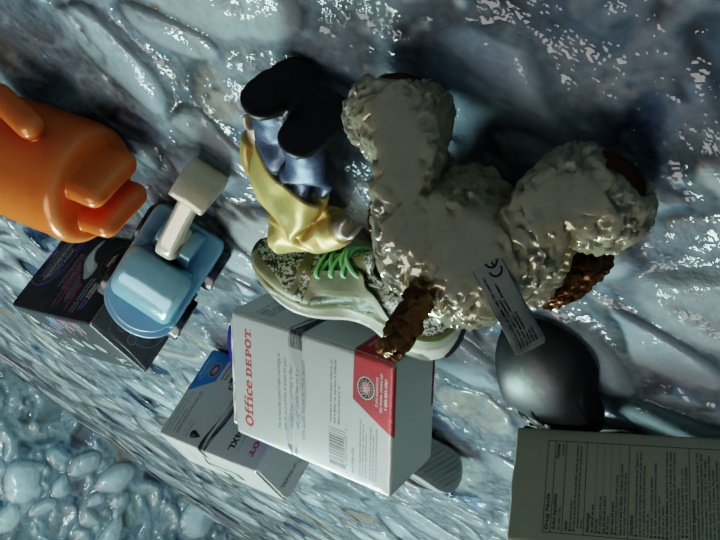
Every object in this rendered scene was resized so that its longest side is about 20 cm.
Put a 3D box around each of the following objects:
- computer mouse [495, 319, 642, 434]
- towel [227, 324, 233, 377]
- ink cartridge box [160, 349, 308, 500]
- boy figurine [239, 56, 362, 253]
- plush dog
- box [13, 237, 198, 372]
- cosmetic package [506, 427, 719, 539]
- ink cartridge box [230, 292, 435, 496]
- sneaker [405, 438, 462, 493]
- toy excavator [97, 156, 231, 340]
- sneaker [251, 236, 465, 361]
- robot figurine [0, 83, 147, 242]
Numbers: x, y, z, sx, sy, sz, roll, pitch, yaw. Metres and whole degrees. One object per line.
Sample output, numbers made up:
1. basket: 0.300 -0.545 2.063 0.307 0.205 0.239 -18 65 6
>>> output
1. computer mouse: 0.172 0.117 0.804 0.137 0.053 0.201 14 151 37
2. towel: -0.077 0.129 1.075 0.198 0.049 0.150 4 104 47
3. ink cartridge box: -0.152 0.205 1.252 0.198 0.147 0.085 9 147 39
4. boy figurine: -0.043 -0.062 0.684 0.124 0.064 0.201 45 163 18
5. plush dog: 0.071 -0.013 0.584 0.198 0.162 0.172 23 179 17
6. box: -0.322 0.037 1.154 0.198 0.123 0.106 7 147 44
7. cosmetic package: 0.227 0.195 0.759 0.197 0.106 0.071 1 146 20
8. ink cartridge box: -0.030 0.115 0.926 0.198 0.083 0.146 16 116 31
9. sneaker: 0.036 0.210 1.119 0.079 0.079 0.200 -6 137 50
10. toy excavator: -0.183 -0.016 0.889 0.099 0.196 0.200 33 -175 -7
11. sneaker: 0.000 0.000 0.776 0.198 0.077 0.089 19 145 11
12. robot figurine: -0.300 -0.099 0.871 0.198 0.118 0.144 20 -178 22
